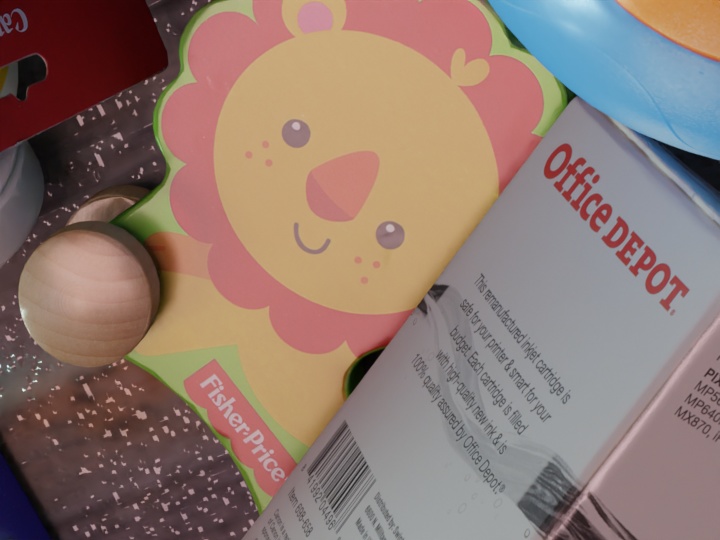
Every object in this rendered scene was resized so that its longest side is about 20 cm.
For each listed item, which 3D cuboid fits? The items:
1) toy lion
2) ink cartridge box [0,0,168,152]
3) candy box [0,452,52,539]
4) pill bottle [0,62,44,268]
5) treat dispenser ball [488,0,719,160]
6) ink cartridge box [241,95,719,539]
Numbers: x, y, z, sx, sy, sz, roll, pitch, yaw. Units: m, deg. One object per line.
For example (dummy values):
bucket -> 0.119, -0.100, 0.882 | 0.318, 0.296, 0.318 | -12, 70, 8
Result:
toy lion -> 0.000, 0.000, 0.801 | 0.191, 0.069, 0.200 | -34, 97, 19
ink cartridge box -> -0.096, -0.131, 0.713 | 0.084, 0.200, 0.176 | -16, 101, 26
candy box -> -0.153, 0.183, 0.867 | 0.077, 0.169, 0.200 | -26, 96, 32
pill bottle -> -0.180, -0.081, 0.781 | 0.112, 0.113, 0.200 | -1, 140, 23
treat dispenser ball -> 0.115, -0.127, 0.625 | 0.200, 0.201, 0.202 | 8, 111, 21
ink cartridge box -> 0.057, 0.066, 0.712 | 0.084, 0.144, 0.200 | 31, 101, -25
